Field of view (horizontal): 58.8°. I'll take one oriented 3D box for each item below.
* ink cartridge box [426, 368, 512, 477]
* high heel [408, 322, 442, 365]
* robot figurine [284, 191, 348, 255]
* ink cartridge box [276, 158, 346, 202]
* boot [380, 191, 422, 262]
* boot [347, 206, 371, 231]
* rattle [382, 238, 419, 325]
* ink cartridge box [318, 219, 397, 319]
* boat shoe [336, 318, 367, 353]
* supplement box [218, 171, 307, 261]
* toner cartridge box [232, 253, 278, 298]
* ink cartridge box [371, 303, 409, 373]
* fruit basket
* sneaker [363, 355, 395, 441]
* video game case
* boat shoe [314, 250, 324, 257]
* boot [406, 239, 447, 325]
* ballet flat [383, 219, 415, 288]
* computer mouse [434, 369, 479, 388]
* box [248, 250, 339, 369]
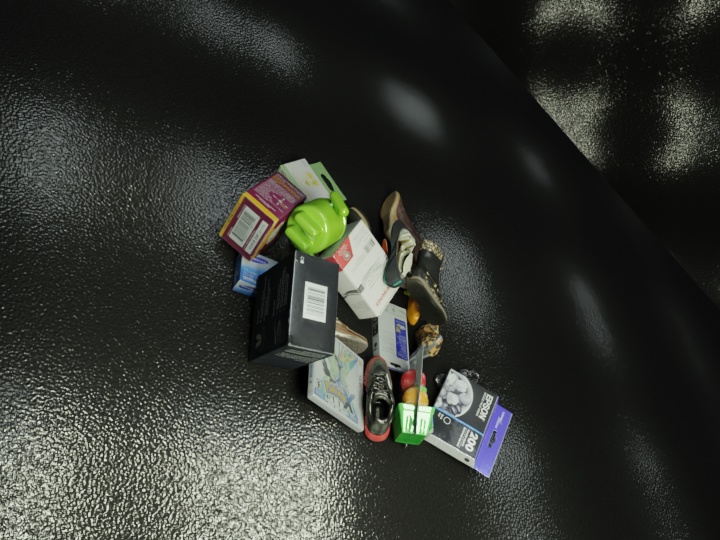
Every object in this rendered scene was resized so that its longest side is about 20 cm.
[{"bbox_3d":[0.272,0.378,1.600,0.196,0.044,0.200,29,52,7],"label":"ink cartridge box"},{"bbox_3d":[0.199,0.171,1.688,0.071,0.142,0.200,45,41,-1],"label":"high heel"},{"bbox_3d":[-0.104,-0.111,1.543,0.115,0.177,0.200,40,24,7],"label":"robot figurine"},{"bbox_3d":[-0.129,-0.245,1.795,0.198,0.048,0.147,-27,78,-46],"label":"ink cartridge box"},{"bbox_3d":[0.134,-0.126,1.936,0.165,0.071,0.204,39,39,-29],"label":"boot"},{"bbox_3d":[-0.038,-0.083,1.733,0.135,0.078,0.205,-1,59,-35],"label":"boot"},{"bbox_3d":[0.094,0.031,1.725,0.200,0.128,0.146,42,73,-46],"label":"rattle"},{"bbox_3d":[0.000,0.000,1.633,0.202,0.082,0.148,53,52,-19],"label":"ink cartridge box"},{"bbox_3d":[-0.065,0.143,1.534,0.196,0.076,0.073,24,44,-28],"label":"boat shoe"},{"bbox_3d":[-0.229,-0.132,1.522,0.102,0.132,0.200,38,30,-1],"label":"supplement box"},{"bbox_3d":[-0.204,0.030,1.520,0.196,0.043,0.097,22,45,-27],"label":"toner cartridge box"},{"bbox_3d":[0.077,0.178,1.657,0.097,0.039,0.204,23,46,-27],"label":"ink cartridge box"},{"bbox_3d":[0.129,0.293,1.485,0.091,0.187,0.205,13,63,0],"label":"fruit basket"},{"bbox_3d":[0.045,0.285,1.484,0.068,0.099,0.205,6,56,-6],"label":"sneaker"},{"bbox_3d":[-0.052,0.243,1.451,0.200,0.022,0.186,44,35,-41],"label":"video game case"},{"bbox_3d":[-0.144,-0.104,1.672,0.072,0.063,0.202,-29,77,-22],"label":"boat shoe"},{"bbox_3d":[0.187,0.034,1.676,0.201,0.071,0.154,52,44,-39],"label":"boot"},{"bbox_3d":[0.109,-0.048,1.645,0.072,0.073,0.205,26,57,-22],"label":"ballet flat"},{"bbox_3d":[0.276,0.364,1.676,0.134,0.053,0.204,-3,53,-23],"label":"computer mouse"},{"bbox_3d":[-0.143,0.092,1.375,0.115,0.198,0.203,16,66,-30],"label":"box"}]
